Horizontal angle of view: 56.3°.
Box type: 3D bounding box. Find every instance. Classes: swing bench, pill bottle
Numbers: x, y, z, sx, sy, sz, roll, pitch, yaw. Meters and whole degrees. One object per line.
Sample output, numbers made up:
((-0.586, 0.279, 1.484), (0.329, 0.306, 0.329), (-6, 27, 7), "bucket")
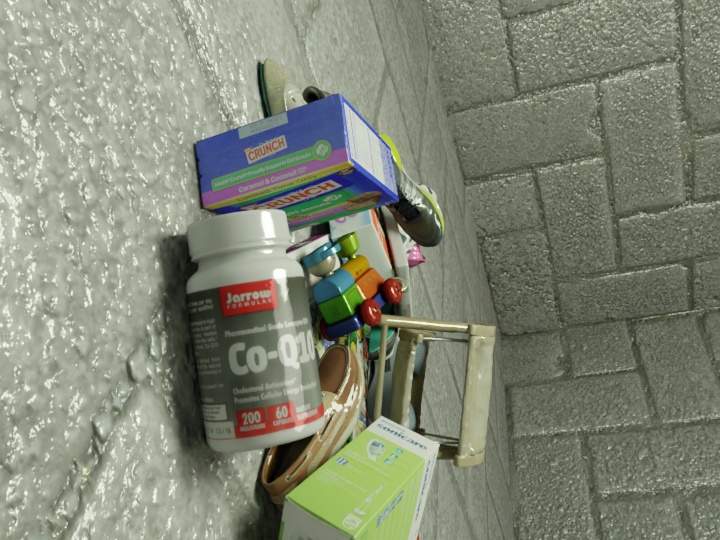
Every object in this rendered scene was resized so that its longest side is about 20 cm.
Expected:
((0.108, 0.176, 1.009), (0.130, 0.195, 0.205), (157, -62, -86), "swing bench")
((-0.101, 0.053, 0.625), (0.114, 0.111, 0.205), (-1, 82, -74), "pill bottle")

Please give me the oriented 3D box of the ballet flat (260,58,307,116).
((-0.086, -0.188, 0.908), (0.067, 0.061, 0.205), (-22, 101, -74), "ballet flat")

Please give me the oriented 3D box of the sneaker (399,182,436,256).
((0.050, -0.093, 1.318), (0.202, 0.128, 0.079), (-62, 162, 3), "sneaker")

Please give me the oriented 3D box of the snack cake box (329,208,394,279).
((-0.007, -0.089, 1.054), (0.203, 0.066, 0.116), (-100, 170, -45), "snack cake box")

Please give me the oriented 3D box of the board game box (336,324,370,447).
((-0.011, 0.146, 0.933), (0.105, 0.023, 0.204), (58, 30, -55), "board game box")

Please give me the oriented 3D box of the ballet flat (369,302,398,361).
((0.038, 0.110, 1.164), (0.201, 0.071, 0.074), (-75, 151, -60), "ballet flat")

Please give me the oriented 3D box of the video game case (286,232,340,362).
((-0.061, 0.054, 0.902), (0.200, 0.035, 0.186), (-39, 119, -72), "video game case")

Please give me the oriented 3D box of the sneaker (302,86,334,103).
((-0.068, -0.183, 0.999), (0.081, 0.076, 0.205), (21, 56, -40), "sneaker")

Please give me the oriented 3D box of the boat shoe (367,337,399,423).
((0.050, 0.201, 1.166), (0.202, 0.068, 0.067), (-91, 162, -51), "boat shoe")

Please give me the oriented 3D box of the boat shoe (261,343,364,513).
((-0.052, 0.166, 0.753), (0.072, 0.074, 0.203), (51, 46, -40), "boat shoe")

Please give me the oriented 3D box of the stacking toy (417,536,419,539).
((0.067, 0.449, 1.055), (0.201, 0.083, 0.087), (-78, 153, -61), "stacking toy")

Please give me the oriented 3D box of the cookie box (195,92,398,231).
((-0.062, -0.108, 0.757), (0.200, 0.167, 0.077), (17, 61, -71), "cookie box")

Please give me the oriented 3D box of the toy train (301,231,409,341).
((0.000, 0.000, 0.897), (0.118, 0.083, 0.200), (63, 32, -8), "toy train")

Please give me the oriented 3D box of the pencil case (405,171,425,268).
((0.082, -0.105, 1.403), (0.093, 0.089, 0.205), (9, 70, -59), "pencil case")

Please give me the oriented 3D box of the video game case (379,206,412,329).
((0.058, -0.019, 1.133), (0.184, 0.022, 0.203), (81, -1, -48), "video game case")

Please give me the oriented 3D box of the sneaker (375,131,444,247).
((0.053, -0.113, 1.013), (0.201, 0.073, 0.081), (51, 27, -8), "sneaker")

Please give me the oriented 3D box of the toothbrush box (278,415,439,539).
((-0.002, 0.273, 0.721), (0.199, 0.085, 0.149), (-22, 127, -56), "toothbrush box")
